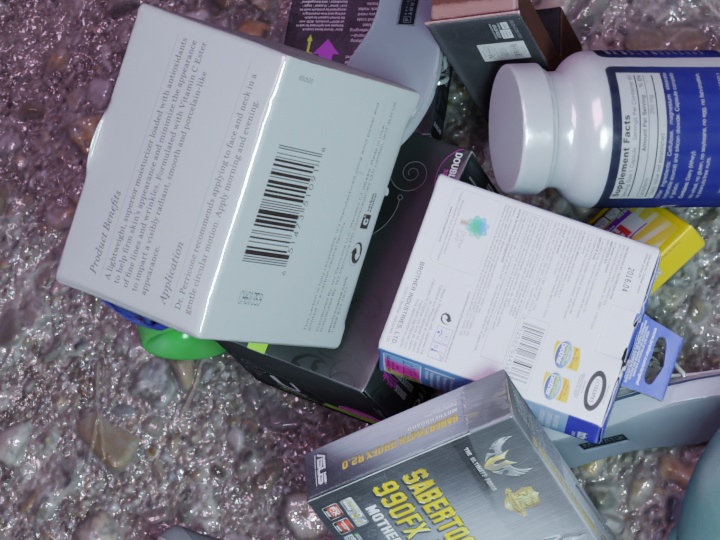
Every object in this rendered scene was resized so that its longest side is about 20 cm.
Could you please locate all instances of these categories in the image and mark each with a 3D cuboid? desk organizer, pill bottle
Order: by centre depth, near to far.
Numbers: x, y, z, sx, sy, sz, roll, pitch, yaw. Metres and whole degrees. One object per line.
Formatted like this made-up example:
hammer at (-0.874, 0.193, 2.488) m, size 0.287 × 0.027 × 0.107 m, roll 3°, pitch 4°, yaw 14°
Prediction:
pill bottle at (0.200, -0.103, 1.696) m, size 0.199 × 0.116 × 0.116 m, roll 0°, pitch 67°, yaw -12°
desk organizer at (0.112, -0.176, 1.750) m, size 0.071 × 0.200 × 0.077 m, roll -5°, pitch 66°, yaw 18°

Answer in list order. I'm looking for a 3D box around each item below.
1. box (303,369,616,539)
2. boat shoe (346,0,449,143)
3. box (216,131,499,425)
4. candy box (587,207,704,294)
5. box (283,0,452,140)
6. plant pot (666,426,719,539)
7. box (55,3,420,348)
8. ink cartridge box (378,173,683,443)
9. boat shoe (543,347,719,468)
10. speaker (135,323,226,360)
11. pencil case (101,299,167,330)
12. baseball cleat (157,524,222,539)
box at (0.075, 0.175, 1.625) m, size 0.158 × 0.200 × 0.048 m, roll -23°, pitch 39°, yaw 14°
boat shoe at (0.032, -0.163, 1.745) m, size 0.073 × 0.068 × 0.200 m, roll 2°, pitch 61°, yaw 12°
box at (0.000, 0.000, 1.766) m, size 0.148 × 0.124 × 0.201 m, roll 19°, pitch 76°, yaw 25°
candy box at (0.155, 0.024, 1.725) m, size 0.200 × 0.026 × 0.102 m, roll -43°, pitch 31°, yaw -2°
box at (0.010, -0.196, 1.887) m, size 0.142 × 0.036 × 0.201 m, roll 3°, pitch 70°, yaw 21°
plant pot at (0.291, 0.186, 1.567) m, size 0.134 × 0.200 × 0.201 m, roll -42°, pitch 59°, yaw 31°
box at (-0.082, -0.060, 1.610) m, size 0.130 × 0.200 × 0.200 m, roll 22°, pitch 97°, yaw 27°
ink cartridge box at (0.126, 0.034, 1.633) m, size 0.199 × 0.076 × 0.137 m, roll 19°, pitch 78°, yaw 8°
boat shoe at (0.196, 0.086, 1.698) m, size 0.201 × 0.075 × 0.087 m, roll -16°, pitch 58°, yaw 22°
speaker at (-0.139, -0.035, 1.851) m, size 0.088 × 0.088 × 0.201 m, roll -9°, pitch 67°, yaw 16°
pencil case at (-0.120, -0.045, 1.770) m, size 0.087 × 0.078 × 0.200 m, roll 40°, pitch 67°, yaw -10°
baseball cleat at (-0.053, 0.228, 1.736) m, size 0.199 × 0.070 × 0.107 m, roll 32°, pitch 77°, yaw 17°
